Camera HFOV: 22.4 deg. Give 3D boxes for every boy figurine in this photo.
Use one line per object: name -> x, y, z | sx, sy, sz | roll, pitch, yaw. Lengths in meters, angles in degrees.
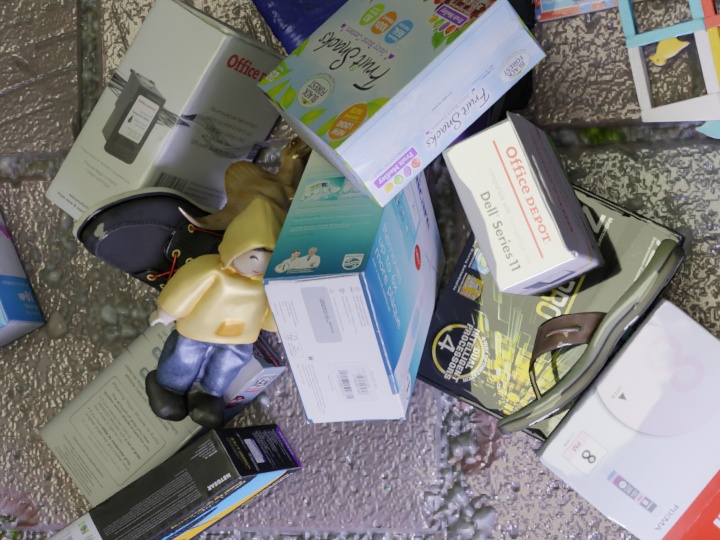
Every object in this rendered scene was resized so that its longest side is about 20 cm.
boy figurine -> -0.101, 0.033, 1.458 | 0.201, 0.124, 0.065 | -60, 28, 30

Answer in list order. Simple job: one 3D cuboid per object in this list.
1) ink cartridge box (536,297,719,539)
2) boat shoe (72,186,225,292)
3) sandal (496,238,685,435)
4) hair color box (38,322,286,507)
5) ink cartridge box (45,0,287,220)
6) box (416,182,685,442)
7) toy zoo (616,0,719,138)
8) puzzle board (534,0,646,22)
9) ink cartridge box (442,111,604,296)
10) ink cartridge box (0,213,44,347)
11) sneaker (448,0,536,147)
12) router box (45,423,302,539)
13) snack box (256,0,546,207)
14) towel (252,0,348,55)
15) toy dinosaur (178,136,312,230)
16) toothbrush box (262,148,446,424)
ink cartridge box -> 0.263, 0.144, 1.422 | 0.200, 0.057, 0.163 | 39, 96, 7
boat shoe -> -0.150, -0.018, 1.475 | 0.074, 0.201, 0.063 | -41, 63, 20
sandal -> 0.172, 0.048, 1.418 | 0.057, 0.080, 0.201 | 40, 89, 5
hair color box -> -0.172, 0.113, 1.580 | 0.200, 0.061, 0.099 | -43, 77, 12
ink cartridge box -> -0.153, -0.118, 1.537 | 0.083, 0.145, 0.201 | 34, 97, 23
box -> 0.151, 0.029, 1.487 | 0.160, 0.049, 0.201 | 27, 95, 13
toy zoo -> 0.276, -0.201, 1.461 | 0.130, 0.020, 0.202 | -13, 92, 17
puzzle board -> 0.229, -0.298, 1.492 | 0.198, 0.017, 0.152 | -9, 85, 18
ink cartridge box -> 0.121, -0.047, 1.369 | 0.067, 0.200, 0.118 | -24, 82, 12
ink cartridge box -> -0.393, -0.013, 1.642 | 0.144, 0.085, 0.201 | -26, 82, 15
sneaker -> 0.108, -0.176, 1.486 | 0.076, 0.087, 0.201 | 1, 57, 54
router box -> -0.161, 0.201, 1.526 | 0.199, 0.149, 0.051 | -34, 78, 14
snack box -> 0.026, -0.152, 1.391 | 0.169, 0.200, 0.068 | -42, 117, -1
towel -> -0.010, -0.226, 1.540 | 0.147, 0.050, 0.201 | -31, 78, -10
toy dinosaur -> -0.082, -0.046, 1.513 | 0.101, 0.200, 0.058 | 49, 130, 1
toothbrush box -> 0.000, 0.000, 1.436 | 0.085, 0.201, 0.147 | -4, 126, 16
